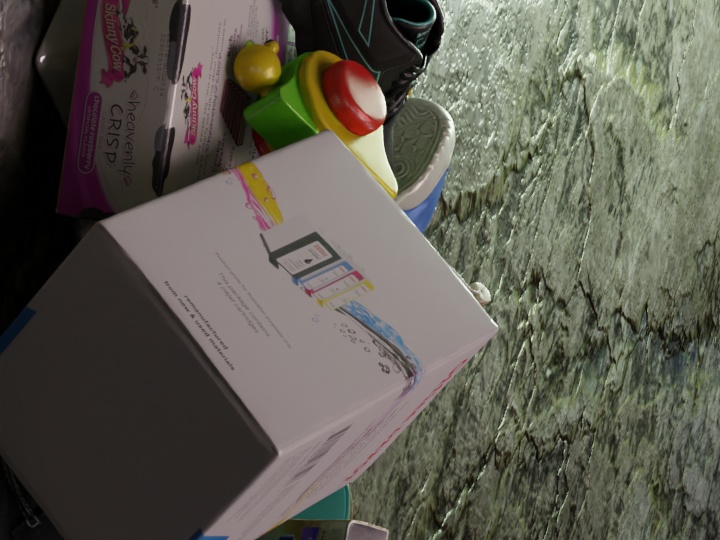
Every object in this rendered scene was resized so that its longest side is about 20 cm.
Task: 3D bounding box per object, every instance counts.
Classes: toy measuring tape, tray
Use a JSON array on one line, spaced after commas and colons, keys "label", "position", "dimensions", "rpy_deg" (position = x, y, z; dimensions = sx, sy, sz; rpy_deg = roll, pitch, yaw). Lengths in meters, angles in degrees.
[{"label": "toy measuring tape", "position": [0.003, -0.058, 1.603], "dimensions": [0.200, 0.073, 0.074], "rpy_deg": [43, 52, -28]}, {"label": "tray", "position": [-0.121, -0.094, 1.626], "dimensions": [0.200, 0.022, 0.108], "rpy_deg": [69, 35, -54]}]

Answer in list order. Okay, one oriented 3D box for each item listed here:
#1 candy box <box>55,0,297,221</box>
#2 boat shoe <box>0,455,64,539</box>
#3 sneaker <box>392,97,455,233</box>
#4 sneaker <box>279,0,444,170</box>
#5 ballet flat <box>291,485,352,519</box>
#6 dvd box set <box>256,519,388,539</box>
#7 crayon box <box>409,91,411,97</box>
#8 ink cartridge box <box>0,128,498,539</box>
[{"label": "candy box", "position": [-0.087, -0.089, 1.599], "dimensions": [0.200, 0.061, 0.137], "rpy_deg": [4, 95, -71]}, {"label": "boat shoe", "position": [-0.155, 0.128, 1.547], "dimensions": [0.072, 0.071, 0.201], "rpy_deg": [-62, 145, -38]}, {"label": "sneaker", "position": [-0.001, 0.000, 1.753], "dimensions": [0.201, 0.076, 0.111], "rpy_deg": [-60, 153, -26]}, {"label": "sneaker", "position": [0.003, -0.113, 1.634], "dimensions": [0.201, 0.079, 0.076], "rpy_deg": [81, 26, -43]}, {"label": "ballet flat", "position": [-0.061, 0.213, 1.881], "dimensions": [0.201, 0.070, 0.065], "rpy_deg": [-65, -178, -31]}, {"label": "dvd box set", "position": [-0.055, 0.217, 1.724], "dimensions": [0.029, 0.200, 0.147], "rpy_deg": [17, 78, -26]}, {"label": "crayon box", "position": [-0.035, -0.064, 1.807], "dimensions": [0.200, 0.051, 0.127], "rpy_deg": [-23, 127, -65]}, {"label": "ink cartridge box", "position": [-0.064, 0.046, 1.493], "dimensions": [0.147, 0.145, 0.200], "rpy_deg": [-47, 167, 36]}]
